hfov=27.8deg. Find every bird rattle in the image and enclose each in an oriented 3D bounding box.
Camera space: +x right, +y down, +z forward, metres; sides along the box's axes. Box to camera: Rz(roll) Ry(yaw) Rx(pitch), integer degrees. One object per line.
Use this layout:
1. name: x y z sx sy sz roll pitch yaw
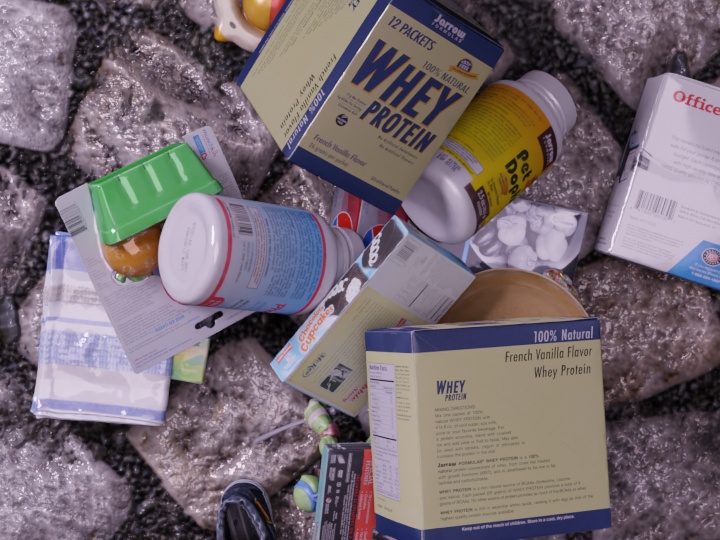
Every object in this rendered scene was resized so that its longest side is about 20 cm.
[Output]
1. bird rattle: -0.084 -0.311 1.547 0.198 0.113 0.165 5 105 -16

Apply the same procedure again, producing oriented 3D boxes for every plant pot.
1. plant pot: 0.155 0.098 1.519 0.198 0.027 0.202 0 91 18

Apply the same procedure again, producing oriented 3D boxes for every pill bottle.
1. pill bottle: 0.135 -0.124 1.519 0.200 0.109 0.110 -41 95 -26
2. pill bottle: -0.094 -0.012 1.459 0.199 0.108 0.110 8 94 -39

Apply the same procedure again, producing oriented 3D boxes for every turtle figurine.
1. turtle figurine: -0.003 0.202 1.578 0.193 0.200 0.145 -21 71 -20

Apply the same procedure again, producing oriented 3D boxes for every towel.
1. towel: -0.270 0.064 1.547 0.145 0.024 0.202 6 93 -3

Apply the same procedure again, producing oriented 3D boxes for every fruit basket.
1. fruit basket: -0.196 -0.023 1.510 0.184 0.094 0.201 -28 109 -18

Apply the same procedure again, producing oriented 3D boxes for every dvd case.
1. dvd case: 0.049 0.244 1.477 0.198 0.022 0.147 1 105 -20

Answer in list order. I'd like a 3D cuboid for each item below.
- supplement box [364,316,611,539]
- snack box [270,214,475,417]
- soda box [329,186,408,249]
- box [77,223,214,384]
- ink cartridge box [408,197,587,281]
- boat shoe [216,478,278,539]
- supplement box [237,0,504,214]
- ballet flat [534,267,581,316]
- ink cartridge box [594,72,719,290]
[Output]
1. supplement box: 0.120 0.150 1.401 0.198 0.134 0.202 -3 89 -19
2. snack box: 0.013 0.050 1.480 0.200 0.037 0.116 -50 133 10
3. soda box: 0.000 0.000 1.557 0.063 0.070 0.202 7 95 -30
4. box: -0.224 0.013 1.574 0.143 0.036 0.202 9 94 -3
5. ink cartridge box: 0.131 0.013 1.585 0.196 0.043 0.202 12 94 -4
6. boat shoe: -0.112 0.330 1.569 0.070 0.091 0.202 -17 93 6
7. supplement box: 0.004 -0.204 1.446 0.134 0.200 0.201 25 107 -31
8. ballet flat: 0.221 0.099 1.543 0.075 0.064 0.202 -5 97 -39
9. ink cartridge box: 0.355 -0.094 1.566 0.145 0.086 0.202 17 92 -4
